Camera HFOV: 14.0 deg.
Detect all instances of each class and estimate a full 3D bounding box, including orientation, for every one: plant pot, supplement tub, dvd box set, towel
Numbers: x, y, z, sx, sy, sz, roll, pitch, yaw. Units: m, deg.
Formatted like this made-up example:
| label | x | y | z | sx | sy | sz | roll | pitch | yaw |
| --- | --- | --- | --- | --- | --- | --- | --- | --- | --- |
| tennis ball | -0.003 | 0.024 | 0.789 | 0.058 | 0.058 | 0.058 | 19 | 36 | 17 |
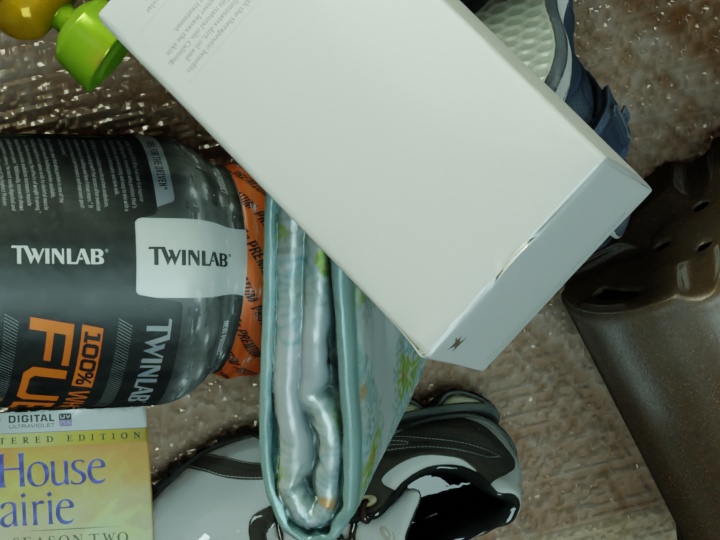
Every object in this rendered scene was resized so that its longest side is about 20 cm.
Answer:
| label | x | y | z | sx | sy | sz | roll | pitch | yaw |
| --- | --- | --- | --- | --- | --- | --- | --- | --- | --- |
| plant pot | 0.208 | 0.048 | 1.400 | 0.200 | 0.200 | 0.199 | -33 | 110 | -2 |
| supplement tub | -0.142 | 0.000 | 1.298 | 0.199 | 0.123 | 0.123 | 0 | 112 | -17 |
| dvd box set | -0.165 | 0.166 | 1.360 | 0.146 | 0.029 | 0.201 | -1 | 83 | -17 |
| towel | 0.000 | 0.000 | 1.320 | 0.048 | 0.171 | 0.201 | 8 | 113 | 14 |

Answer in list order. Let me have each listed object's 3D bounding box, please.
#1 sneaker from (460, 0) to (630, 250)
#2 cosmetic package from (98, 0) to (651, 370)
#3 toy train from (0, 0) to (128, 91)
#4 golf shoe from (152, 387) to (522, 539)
| label | x | y | z | sx | sy | sz | roll | pitch | yaw |
| --- | --- | --- | --- | --- | --- | --- | --- | --- | --- |
| sneaker | 0.074 | -0.047 | 1.312 | 0.077 | 0.203 | 0.147 | -6 | 122 | 17 |
| cosmetic package | 0.005 | -0.066 | 1.163 | 0.108 | 0.085 | 0.200 | -46 | 73 | 9 |
| toy train | -0.144 | -0.116 | 1.225 | 0.116 | 0.085 | 0.200 | 41 | 79 | 3 |
| golf shoe | -0.017 | 0.117 | 1.405 | 0.199 | 0.095 | 0.078 | -21 | 118 | -6 |
